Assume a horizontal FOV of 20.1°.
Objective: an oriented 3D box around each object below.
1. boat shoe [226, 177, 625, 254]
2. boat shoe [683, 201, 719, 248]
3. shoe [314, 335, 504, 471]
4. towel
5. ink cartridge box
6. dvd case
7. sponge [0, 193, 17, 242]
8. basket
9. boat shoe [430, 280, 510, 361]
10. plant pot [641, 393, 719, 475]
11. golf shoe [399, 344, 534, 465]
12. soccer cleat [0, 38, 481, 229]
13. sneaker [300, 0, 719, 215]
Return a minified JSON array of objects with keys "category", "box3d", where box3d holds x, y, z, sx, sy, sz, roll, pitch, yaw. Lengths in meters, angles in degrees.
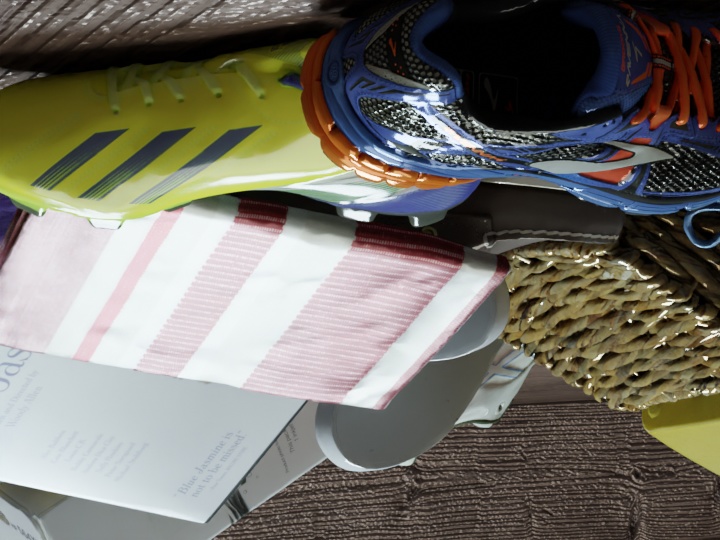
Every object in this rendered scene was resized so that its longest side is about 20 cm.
[{"category":"boat shoe","box3d":[0.020,-0.023,0.894,0.199,0.060,0.072,4,-177,-6]},{"category":"boat shoe","box3d":[0.191,-0.046,0.892,0.199,0.069,0.084,2,173,-23]},{"category":"shoe","box3d":[0.025,0.036,1.122,0.091,0.072,0.200,-8,-146,52]},{"category":"towel","box3d":[-0.055,0.008,0.866,0.199,0.023,0.144,12,149,-19]},{"category":"ink cartridge box","box3d":[-0.127,0.099,1.188,0.200,0.085,0.146,-33,-150,-24]},{"category":"dvd case","box3d":[-0.115,0.055,0.978,0.200,0.018,0.143,18,122,-39]},{"category":"sponge","box3d":[-0.148,-0.036,0.911,0.111,0.030,0.200,-8,171,13]},{"category":"basket","box3d":[0.148,-0.030,1.030,0.142,0.149,0.200,32,163,-11]},{"category":"boat shoe","box3d":[0.000,0.000,1.050,0.199,0.072,0.066,6,-167,37]},{"category":"plant pot","box3d":[0.277,0.036,1.202,0.176,0.201,0.200,11,167,-23]},{"category":"golf shoe","box3d":[0.077,0.043,1.238,0.200,0.097,0.078,-28,-147,-18]},{"category":"soccer cleat","box3d":[-0.045,-0.060,0.746,0.199,0.065,0.084,1,142,-13]},{"category":"sneaker","box3d":[0.083,-0.062,0.703,0.199,0.076,0.078,-4,170,-21]}]
